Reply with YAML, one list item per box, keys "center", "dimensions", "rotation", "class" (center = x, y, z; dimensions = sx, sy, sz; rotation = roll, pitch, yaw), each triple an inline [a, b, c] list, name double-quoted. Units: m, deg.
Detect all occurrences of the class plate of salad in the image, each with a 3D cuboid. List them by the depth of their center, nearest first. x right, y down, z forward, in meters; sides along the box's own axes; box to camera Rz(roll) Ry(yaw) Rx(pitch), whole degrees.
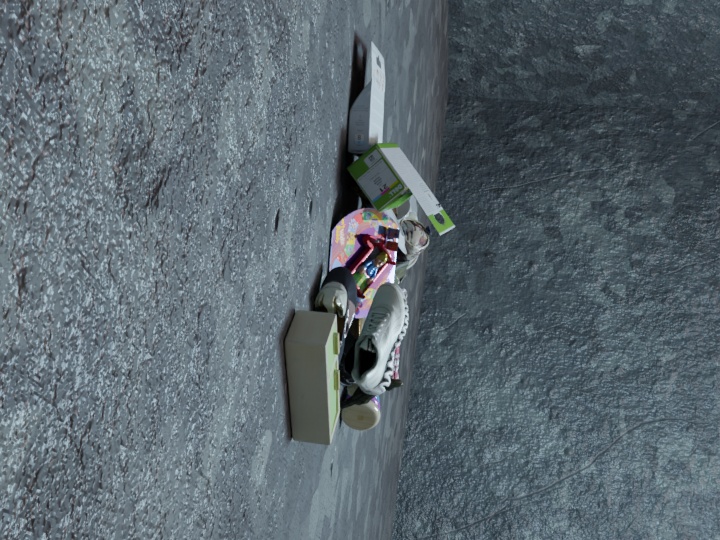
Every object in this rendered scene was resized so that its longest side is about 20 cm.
- center: [0.032, -0.115, 1.572]
  dimensions: [0.201, 0.048, 0.200]
  rotation: [58, 10, -15]
  class: "plate of salad"

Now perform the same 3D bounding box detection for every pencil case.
- center: [0.080, -0.040, 1.782]
  dimensions: [0.200, 0.077, 0.090]
  rotation: [-49, -159, 51]
  class: "pencil case"

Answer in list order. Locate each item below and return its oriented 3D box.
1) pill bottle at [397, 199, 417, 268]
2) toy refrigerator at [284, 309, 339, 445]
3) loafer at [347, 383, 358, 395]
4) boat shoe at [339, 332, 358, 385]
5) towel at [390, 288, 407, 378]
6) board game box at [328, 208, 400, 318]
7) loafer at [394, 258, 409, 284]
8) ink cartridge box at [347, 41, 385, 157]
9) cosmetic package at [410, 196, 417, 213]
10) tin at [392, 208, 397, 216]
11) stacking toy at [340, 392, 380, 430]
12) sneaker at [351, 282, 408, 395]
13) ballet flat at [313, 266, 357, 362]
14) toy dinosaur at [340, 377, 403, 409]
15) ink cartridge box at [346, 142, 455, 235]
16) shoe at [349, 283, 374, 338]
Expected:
- center: [0.082, -0.093, 1.883]
  dimensions: [0.201, 0.109, 0.112]
  rotation: [81, 17, -58]
  class: "pill bottle"
- center: [-0.068, 0.165, 1.214]
  dimensions: [0.076, 0.069, 0.202]
  rotation: [-71, 164, -54]
  class: "toy refrigerator"
- center: [-0.007, 0.169, 1.623]
  dimensions: [0.076, 0.067, 0.202]
  rotation: [62, 15, -48]
  class: "loafer"
- center: [-0.017, 0.168, 1.475]
  dimensions: [0.070, 0.066, 0.201]
  rotation: [-44, 151, -22]
  class: "boat shoe"
- center: [0.035, 0.145, 1.691]
  dimensions: [0.030, 0.145, 0.203]
  rotation: [28, 59, -34]
  class: "towel"
- center: [0.017, -0.010, 1.439]
  dimensions: [0.156, 0.039, 0.203]
  rotation: [-2, 100, -39]
  class: "board game box"
- center: [0.048, 0.015, 1.644]
  dimensions: [0.200, 0.074, 0.071]
  rotation: [-28, 127, -68]
  class: "loafer"
- center: [0.012, -0.320, 1.533]
  dimensions: [0.160, 0.047, 0.203]
  rotation: [-18, 109, -80]
  class: "ink cartridge box"
- center: [0.095, -0.159, 2.016]
  dimensions: [0.200, 0.089, 0.108]
  rotation: [82, 19, -68]
  class: "cosmetic package"
- center: [0.045, -0.187, 1.705]
  dimensions: [0.201, 0.041, 0.113]
  rotation: [80, -11, -59]
  class: "tin"
- center: [0.011, 0.253, 1.757]
  dimensions: [0.201, 0.084, 0.086]
  rotation: [-78, 170, -55]
  class: "stacking toy"
- center: [0.032, 0.114, 1.405]
  dimensions: [0.081, 0.074, 0.203]
  rotation: [36, 62, -57]
  class: "sneaker"
- center: [-0.048, 0.080, 1.305]
  dimensions: [0.073, 0.072, 0.203]
  rotation: [73, 26, -68]
  class: "ballet flat"
- center: [0.008, 0.228, 1.492]
  dimensions: [0.200, 0.048, 0.088]
  rotation: [-39, -176, 34]
  class: "toy dinosaur"
- center: [0.079, -0.135, 1.485]
  dimensions: [0.201, 0.075, 0.148]
  rotation: [55, 19, 3]
  class: "ink cartridge box"
- center: [-0.008, 0.055, 1.532]
  dimensions: [0.053, 0.069, 0.203]
  rotation: [-38, 143, -65]
  class: "shoe"
